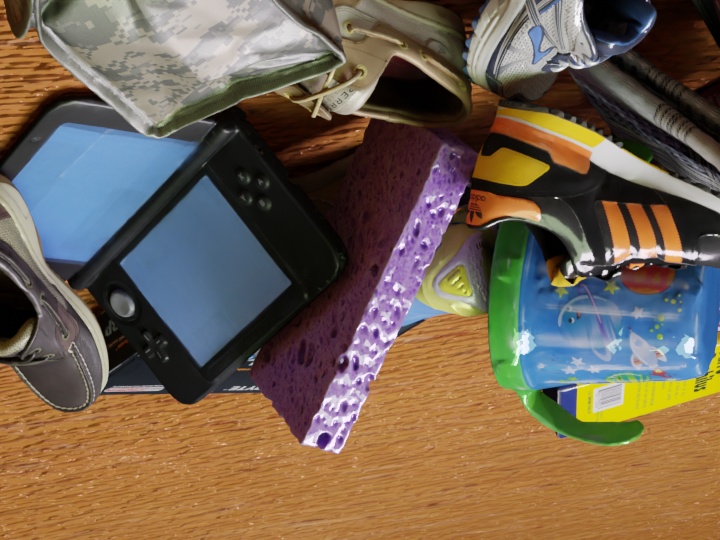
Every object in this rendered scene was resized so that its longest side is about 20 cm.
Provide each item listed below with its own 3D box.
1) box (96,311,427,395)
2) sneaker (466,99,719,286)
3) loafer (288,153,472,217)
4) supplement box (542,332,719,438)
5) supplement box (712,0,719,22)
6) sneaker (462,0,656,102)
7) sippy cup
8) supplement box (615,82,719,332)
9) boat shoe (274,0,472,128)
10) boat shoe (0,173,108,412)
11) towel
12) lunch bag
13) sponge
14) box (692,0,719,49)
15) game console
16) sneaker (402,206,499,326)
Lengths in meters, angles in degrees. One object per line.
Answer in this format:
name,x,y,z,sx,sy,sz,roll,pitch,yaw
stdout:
box,-0.078,0.039,1.578,0.200,0.046,0.159,2,156,-39
sneaker,0.147,-0.024,1.331,0.200,0.090,0.070,26,177,-25
loafer,-0.012,-0.028,1.462,0.200,0.070,0.075,-16,157,-1
supplement box,0.227,0.035,1.719,0.200,0.109,0.110,-16,157,-2
supplement box,0.268,-0.130,1.294,0.110,0.086,0.200,-20,158,11
sneaker,0.113,-0.138,1.251,0.077,0.085,0.200,-50,167,-20
sippy cup,0.159,0.015,1.441,0.130,0.140,0.178,6,147,17
supplement box,0.238,-0.038,1.538,0.200,0.131,0.103,-27,155,23
boat shoe,-0.010,-0.119,1.264,0.200,0.066,0.074,4,149,-40
boat shoe,-0.212,0.026,1.371,0.073,0.065,0.200,-5,136,21
towel,0.204,-0.069,1.384,0.035,0.200,0.193,-51,154,-2
lunch bag,-0.101,-0.171,0.959,0.118,0.164,0.200,-20,157,14
sponge,0.000,0.000,1.368,0.030,0.112,0.200,19,103,-25
box,0.281,-0.200,1.312,0.200,0.048,0.193,-22,155,13
game console,-0.137,-0.006,1.377,0.116,0.176,0.200,-35,176,-45
sneaker,0.058,-0.009,1.520,0.105,0.076,0.200,-11,-177,19
